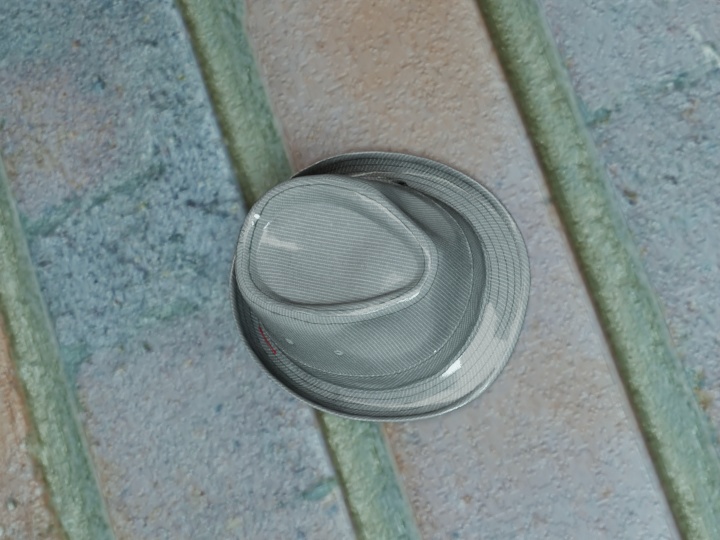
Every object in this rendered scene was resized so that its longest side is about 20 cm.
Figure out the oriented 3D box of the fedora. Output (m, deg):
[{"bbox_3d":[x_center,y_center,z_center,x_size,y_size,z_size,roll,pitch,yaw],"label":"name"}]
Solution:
[{"bbox_3d":[0.000,0.000,1.616,0.199,0.090,0.178,18,81,23],"label":"fedora"}]
